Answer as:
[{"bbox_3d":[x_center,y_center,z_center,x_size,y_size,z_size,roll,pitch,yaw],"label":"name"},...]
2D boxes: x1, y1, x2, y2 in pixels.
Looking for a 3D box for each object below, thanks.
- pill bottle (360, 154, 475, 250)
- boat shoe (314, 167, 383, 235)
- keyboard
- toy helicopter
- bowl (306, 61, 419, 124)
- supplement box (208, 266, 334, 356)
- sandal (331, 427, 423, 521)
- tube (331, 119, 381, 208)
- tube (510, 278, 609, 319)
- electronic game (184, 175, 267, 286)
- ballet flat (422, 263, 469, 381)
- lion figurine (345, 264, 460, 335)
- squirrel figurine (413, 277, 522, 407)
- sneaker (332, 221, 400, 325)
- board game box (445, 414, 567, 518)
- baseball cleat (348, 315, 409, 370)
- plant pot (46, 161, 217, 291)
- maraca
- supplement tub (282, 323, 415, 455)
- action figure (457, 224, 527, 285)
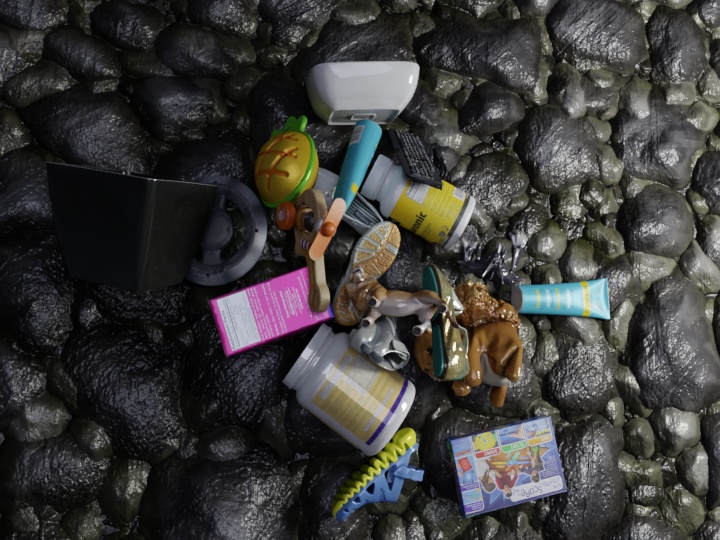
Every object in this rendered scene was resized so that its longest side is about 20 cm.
[{"bbox_3d":[0.103,-0.131,1.121,0.197,0.111,0.113,29,79,-1],"label":"pill bottle"},{"bbox_3d":[-0.033,-0.137,1.127,0.198,0.067,0.074,32,79,-1],"label":"boat shoe"},{"bbox_3d":[0.113,-0.216,1.107,0.102,0.202,0.040,16,123,-20],"label":"keyboard"},{"bbox_3d":[-0.070,-0.035,0.985,0.078,0.131,0.205,0,77,-34],"label":"toy helicopter"},{"bbox_3d":[0.001,-0.315,1.098,0.195,0.200,0.077,-2,92,-8],"label":"bowl"},{"bbox_3d":[-0.154,0.071,1.063,0.196,0.101,0.105,-18,84,-9],"label":"supplement box"},{"bbox_3d":[0.037,0.371,1.055,0.199,0.079,0.088,-37,91,-9],"label":"sandal"},{"bbox_3d":[-0.014,-0.171,1.064,0.050,0.077,0.203,23,67,-10],"label":"tube"},{"bbox_3d":[0.389,0.055,1.164,0.195,0.050,0.079,0,88,-12],"label":"tube"},{"bbox_3d":[-0.266,-0.073,1.101,0.195,0.042,0.205,0,82,1],"label":"electronic game"},{"bbox_3d":[0.147,0.086,1.020,0.069,0.071,0.204,-2,65,-7],"label":"ballet flat"},{"bbox_3d":[0.066,0.052,0.984,0.196,0.123,0.074,14,107,6],"label":"lion figurine"},{"bbox_3d":[0.192,0.124,1.098,0.183,0.142,0.204,12,66,6],"label":"squirrel figurine"},{"bbox_3d":[0.000,0.000,1.096,0.075,0.088,0.202,31,85,-12],"label":"sneaker"},{"bbox_3d":[0.265,0.355,1.103,0.195,0.034,0.138,-10,83,-8],"label":"board game box"},{"bbox_3d":[0.045,0.119,1.039,0.106,0.199,0.070,41,113,10],"label":"baseball cleat"},{"bbox_3d":[-0.377,-0.071,1.002,0.195,0.200,0.182,11,98,15],"label":"plant pot"},{"bbox_3d":[-0.134,-0.197,1.086,0.136,0.107,0.203,-29,49,24],"label":"maraca"},{"bbox_3d":[-0.021,0.200,1.037,0.199,0.145,0.146,37,79,0],"label":"supplement tub"},{"bbox_3d":[0.228,-0.028,1.072,0.116,0.200,0.104,10,96,3],"label":"action figure"}]
